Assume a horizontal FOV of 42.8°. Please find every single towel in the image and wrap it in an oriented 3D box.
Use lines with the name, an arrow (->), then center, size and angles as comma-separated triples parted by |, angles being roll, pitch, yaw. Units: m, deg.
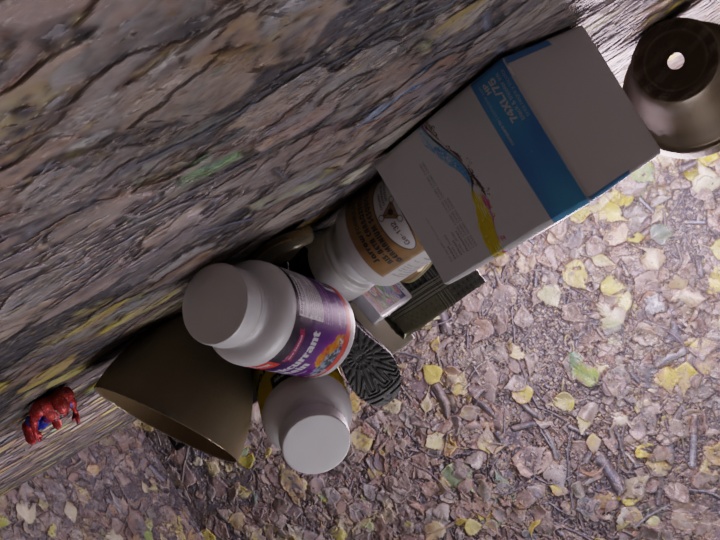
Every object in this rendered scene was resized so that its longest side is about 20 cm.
towel -> 0.070, -0.010, 1.405 | 0.199, 0.193, 0.035 | -29, 166, -35

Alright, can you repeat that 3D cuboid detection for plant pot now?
plant pot -> 0.460, -0.273, 1.299 | 0.199, 0.201, 0.173 | -32, 162, 20
plant pot -> -0.213, 0.135, 1.154 | 0.135, 0.199, 0.200 | -64, -171, -19

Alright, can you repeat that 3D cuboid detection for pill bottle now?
pill bottle -> -0.098, 0.052, 0.989 | 0.111, 0.112, 0.200 | -32, 155, 19
pill bottle -> -0.071, 0.157, 1.127 | 0.111, 0.112, 0.200 | -31, -152, 1
pill bottle -> 0.035, -0.047, 1.081 | 0.199, 0.115, 0.114 | -33, 177, 33

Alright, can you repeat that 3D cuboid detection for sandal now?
sandal -> -0.112, 0.009, 1.085 | 0.080, 0.054, 0.200 | -29, 176, -42

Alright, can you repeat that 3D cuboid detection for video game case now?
video game case -> 0.000, 0.000, 1.256 | 0.018, 0.143, 0.200 | -43, 175, 14

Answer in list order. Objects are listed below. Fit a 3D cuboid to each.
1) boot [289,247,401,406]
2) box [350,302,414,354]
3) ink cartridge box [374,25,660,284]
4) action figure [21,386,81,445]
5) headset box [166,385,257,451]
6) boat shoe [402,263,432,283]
boot -> -0.024, 0.067, 1.203 | 0.065, 0.165, 0.200 | -34, -153, 0
box -> -0.014, 0.052, 1.428 | 0.077, 0.201, 0.095 | -29, 177, -36
ink cartridge box -> 0.147, -0.107, 0.890 | 0.146, 0.147, 0.200 | -30, 177, -42
action figure -> -0.405, 0.191, 1.205 | 0.065, 0.052, 0.200 | -26, 173, -30
headset box -> -0.204, 0.132, 1.277 | 0.199, 0.150, 0.075 | -31, -179, 10
boat shoe -> 0.073, -0.070, 1.165 | 0.064, 0.071, 0.201 | -5, 129, -40
